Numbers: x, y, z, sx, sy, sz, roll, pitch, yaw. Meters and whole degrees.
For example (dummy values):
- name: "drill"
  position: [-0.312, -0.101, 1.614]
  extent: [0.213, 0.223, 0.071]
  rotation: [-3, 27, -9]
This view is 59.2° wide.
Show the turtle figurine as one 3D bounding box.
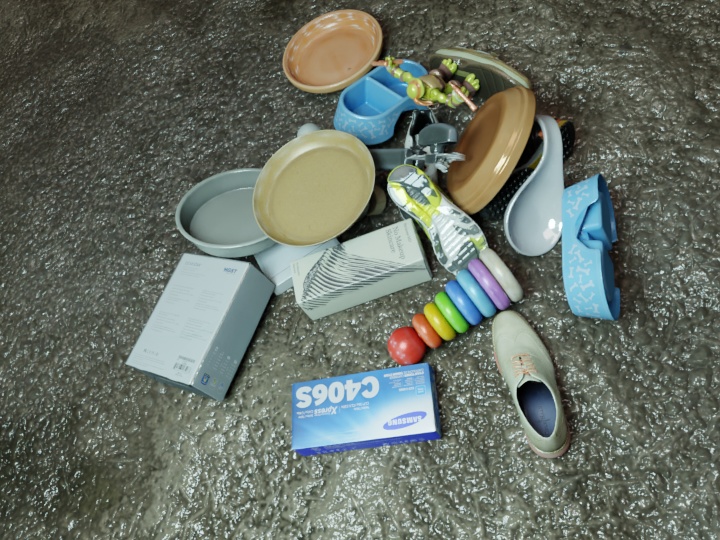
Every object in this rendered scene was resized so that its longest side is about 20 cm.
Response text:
- name: "turtle figurine"
  position: [0.123, -0.289, 1.007]
  extent: [0.199, 0.065, 0.161]
  rotation: [30, 35, 27]

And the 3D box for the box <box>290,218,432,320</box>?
- name: "box"
  position: [0.000, 0.000, 0.955]
  extent: [0.199, 0.068, 0.083]
  rotation: [-21, 58, 8]

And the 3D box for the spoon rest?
- name: "spoon rest"
  position: [0.249, -0.120, 0.888]
  extent: [0.099, 0.061, 0.201]
  rotation: [0, 96, -20]

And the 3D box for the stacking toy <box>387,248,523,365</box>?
- name: "stacking toy"
  position: [0.120, 0.058, 0.871]
  extent: [0.200, 0.085, 0.086]
  rotation: [-37, 56, 7]

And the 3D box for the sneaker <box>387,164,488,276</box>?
- name: "sneaker"
  position: [0.121, -0.076, 0.926]
  extent: [0.074, 0.085, 0.200]
  rotation: [-37, 94, 16]

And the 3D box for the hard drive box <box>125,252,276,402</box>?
- name: "hard drive box"
  position: [-0.245, 0.082, 0.979]
  extent: [0.155, 0.077, 0.201]
  rotation: [9, 66, 35]

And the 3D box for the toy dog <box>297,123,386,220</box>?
- name: "toy dog"
  position: [-0.046, -0.140, 1.038]
  extent: [0.096, 0.131, 0.201]
  rotation: [-52, 43, 35]

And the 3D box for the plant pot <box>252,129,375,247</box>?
- name: "plant pot"
  position: [-0.069, -0.121, 0.957]
  extent: [0.199, 0.027, 0.201]
  rotation: [-8, 63, 17]

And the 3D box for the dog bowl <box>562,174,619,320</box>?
- name: "dog bowl"
  position: [0.302, -0.030, 0.834]
  extent: [0.049, 0.111, 0.201]
  rotation: [-8, 59, 31]

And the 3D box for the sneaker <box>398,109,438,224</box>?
- name: "sneaker"
  position: [0.091, -0.169, 1.011]
  extent: [0.073, 0.080, 0.201]
  rotation: [-1, 64, 17]

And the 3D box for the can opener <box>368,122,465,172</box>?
- name: "can opener"
  position: [0.073, -0.179, 0.956]
  extent: [0.199, 0.052, 0.067]
  rotation: [3, 92, 45]

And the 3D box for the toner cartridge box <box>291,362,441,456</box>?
- name: "toner cartridge box"
  position: [0.005, 0.190, 0.863]
  extent: [0.199, 0.043, 0.095]
  rotation: [-12, 60, 13]

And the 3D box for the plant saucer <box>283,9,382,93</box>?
- name: "plant saucer"
  position: [-0.050, -0.414, 1.213]
  extent: [0.199, 0.037, 0.201]
  rotation: [-8, 61, 15]

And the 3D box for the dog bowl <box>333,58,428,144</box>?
- name: "dog bowl"
  position: [0.041, -0.294, 1.079]
  extent: [0.111, 0.050, 0.200]
  rotation: [38, 61, 23]

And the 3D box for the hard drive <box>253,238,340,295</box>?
- name: "hard drive"
  position: [-0.128, -0.070, 1.066]
  extent: [0.132, 0.027, 0.200]
  rotation: [-33, 56, 0]

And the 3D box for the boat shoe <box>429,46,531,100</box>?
- name: "boat shoe"
  position: [0.213, -0.343, 1.073]
  extent: [0.200, 0.072, 0.076]
  rotation: [35, 62, 30]

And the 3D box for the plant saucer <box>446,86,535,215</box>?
- name: "plant saucer"
  position: [0.182, -0.179, 0.925]
  extent: [0.037, 0.200, 0.201]
  rotation: [23, 66, -13]

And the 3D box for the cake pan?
- name: "cake pan"
  position: [-0.197, -0.093, 1.030]
  extent: [0.199, 0.037, 0.201]
  rotation: [-3, 45, 3]

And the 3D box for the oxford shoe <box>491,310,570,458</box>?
- name: "oxford shoe"
  position: [0.215, 0.130, 0.802]
  extent: [0.070, 0.074, 0.201]
  rotation: [-22, 57, 8]

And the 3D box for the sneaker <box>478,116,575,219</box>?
- name: "sneaker"
  position: [0.234, -0.160, 0.968]
  extent: [0.200, 0.070, 0.090]
  rotation: [-44, 44, -9]
